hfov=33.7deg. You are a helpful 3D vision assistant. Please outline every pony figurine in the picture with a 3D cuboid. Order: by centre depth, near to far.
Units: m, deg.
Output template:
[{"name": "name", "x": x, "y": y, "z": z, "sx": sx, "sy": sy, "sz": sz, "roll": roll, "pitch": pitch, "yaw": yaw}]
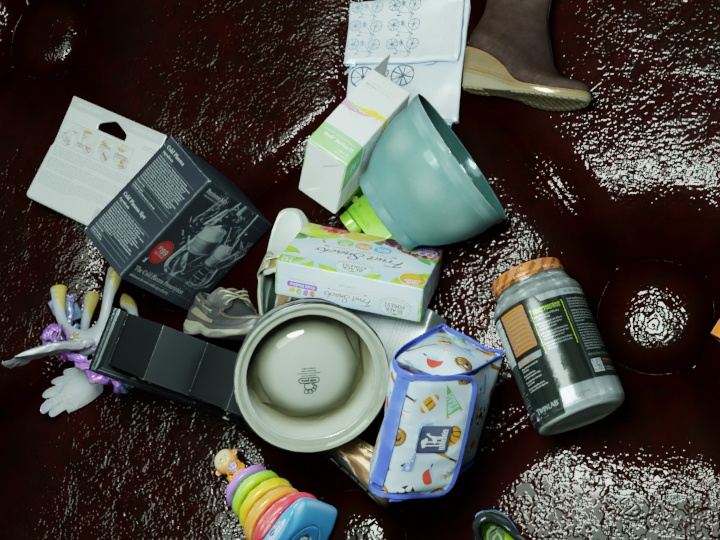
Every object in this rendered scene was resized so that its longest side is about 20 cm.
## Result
[{"name": "pony figurine", "x": -0.407, "y": 0.108, "z": 1.745, "sx": 0.191, "sy": 0.167, "sz": 0.202, "roll": -18, "pitch": 54, "yaw": 7}]

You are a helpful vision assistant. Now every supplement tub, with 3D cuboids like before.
[{"name": "supplement tub", "x": 0.243, "y": 0.094, "z": 1.498, "sx": 0.121, "sy": 0.122, "sz": 0.202, "roll": -23, "pitch": 69, "yaw": 14}]

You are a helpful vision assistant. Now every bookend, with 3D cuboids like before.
[{"name": "bookend", "x": -0.219, "y": 0.139, "z": 1.593, "sx": 0.199, "sy": 0.198, "sz": 0.093, "roll": 13, "pitch": 80, "yaw": 43}]

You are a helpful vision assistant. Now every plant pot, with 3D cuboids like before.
[{"name": "plant pot", "x": 0.083, "y": -0.112, "z": 1.578, "sx": 0.134, "sy": 0.200, "sz": 0.201, "roll": -35, "pitch": 66, "yaw": 13}]

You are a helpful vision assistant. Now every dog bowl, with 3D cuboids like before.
[{"name": "dog bowl", "x": -0.066, "y": 0.125, "z": 1.517, "sx": 0.198, "sy": 0.074, "sz": 0.203, "roll": -3, "pitch": 107, "yaw": -9}]

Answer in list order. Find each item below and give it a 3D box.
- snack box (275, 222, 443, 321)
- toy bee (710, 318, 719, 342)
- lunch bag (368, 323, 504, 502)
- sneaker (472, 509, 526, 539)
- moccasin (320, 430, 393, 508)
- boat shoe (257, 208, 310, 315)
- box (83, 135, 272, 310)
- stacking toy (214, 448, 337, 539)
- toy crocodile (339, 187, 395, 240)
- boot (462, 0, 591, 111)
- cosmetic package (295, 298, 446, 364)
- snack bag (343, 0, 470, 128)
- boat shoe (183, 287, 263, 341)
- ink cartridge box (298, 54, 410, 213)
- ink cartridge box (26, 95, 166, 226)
[{"name": "snack box", "x": 0.000, "y": 0.000, "z": 1.586, "sx": 0.198, "sy": 0.142, "sz": 0.054, "roll": 10, "pitch": 116, "yaw": 11}, {"name": "toy bee", "x": 0.511, "y": 0.123, "z": 1.410, "sx": 0.131, "sy": 0.108, "sz": 0.201, "roll": -42, "pitch": 40, "yaw": 15}, {"name": "lunch bag", "x": 0.085, "y": 0.178, "z": 1.468, "sx": 0.123, "sy": 0.199, "sz": 0.172, "roll": 20, "pitch": 107, "yaw": 26}, {"name": "sneaker", "x": 0.200, "y": 0.379, "z": 1.458, "sx": 0.071, "sy": 0.083, "sz": 0.200, "roll": -41, "pitch": 66, "yaw": 6}, {"name": "moccasin", "x": -0.014, "y": 0.226, "z": 1.590, "sx": 0.201, "sy": 0.074, "sz": 0.078, "roll": 38, "pitch": 77, "yaw": 29}, {"name": "boat shoe", "x": -0.105, "y": 0.003, "z": 1.686, "sx": 0.074, "sy": 0.068, "sz": 0.203, "roll": -5, "pitch": 74, "yaw": 19}, {"name": "box", "x": -0.255, "y": -0.061, "z": 1.689, "sx": 0.182, "sy": 0.200, "sz": 0.104, "roll": -47, "pitch": 63, "yaw": 4}, {"name": "stacking toy", "x": -0.138, "y": 0.306, "z": 1.610, "sx": 0.200, "sy": 0.110, "sz": 0.116, "roll": 40, "pitch": 95, "yaw": 36}, {"name": "toy crocodile", "x": -0.013, "y": -0.105, "z": 1.691, "sx": 0.067, "sy": 0.062, "sz": 0.200, "roll": -44, "pitch": 70, "yaw": 4}, {"name": "boot", "x": 0.241, "y": -0.314, "z": 1.636, "sx": 0.198, "sy": 0.072, "sz": 0.168, "roll": 15, "pitch": 84, "yaw": 28}, {"name": "cosmetic package", "x": 0.005, "y": 0.081, "z": 1.621, "sx": 0.198, "sy": 0.071, "sz": 0.102, "roll": 17, "pitch": 83, "yaw": 24}, {"name": "snack bag", "x": 0.061, "y": -0.304, "z": 1.732, "sx": 0.186, "sy": 0.021, "sz": 0.203, "roll": 2, "pitch": 76, "yaw": 21}, {"name": "boat shoe", "x": -0.188, "y": 0.059, "z": 1.658, "sx": 0.199, "sy": 0.074, "sz": 0.074, "roll": 1, "pitch": 84, "yaw": 53}, {"name": "ink cartridge box", "x": 0.003, "y": -0.189, "z": 1.625, "sx": 0.067, "sy": 0.118, "sz": 0.200, "roll": 33, "pitch": 59, "yaw": 10}, {"name": "ink cartridge box", "x": -0.403, "y": -0.156, "z": 1.858, "sx": 0.199, "sy": 0.045, "sz": 0.178, "roll": 24, "pitch": 86, "yaw": 24}]
